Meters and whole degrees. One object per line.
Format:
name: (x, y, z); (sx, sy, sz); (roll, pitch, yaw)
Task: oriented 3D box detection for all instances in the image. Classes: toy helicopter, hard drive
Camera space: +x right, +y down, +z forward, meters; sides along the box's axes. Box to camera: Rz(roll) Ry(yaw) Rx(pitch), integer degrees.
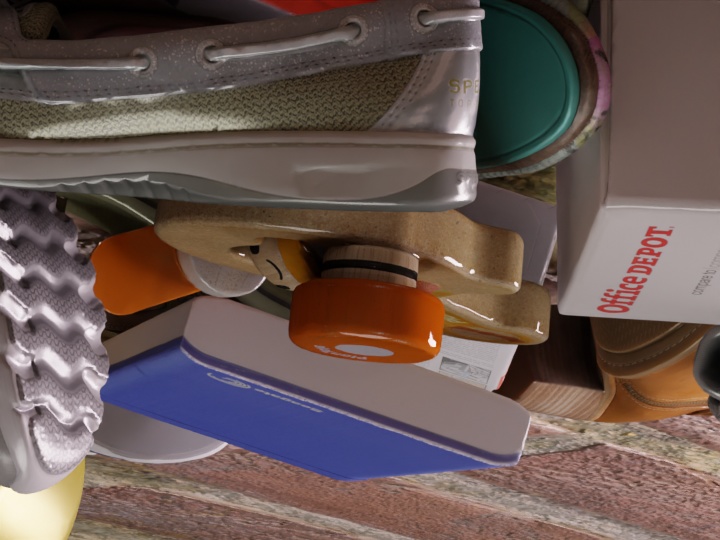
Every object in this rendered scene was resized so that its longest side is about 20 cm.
toy helicopter: (0.000, 0.000, 0.776); (0.132, 0.079, 0.200); (-1, 168, 29)
hard drive: (-0.029, 0.051, 0.911); (0.131, 0.026, 0.200); (20, 168, -14)

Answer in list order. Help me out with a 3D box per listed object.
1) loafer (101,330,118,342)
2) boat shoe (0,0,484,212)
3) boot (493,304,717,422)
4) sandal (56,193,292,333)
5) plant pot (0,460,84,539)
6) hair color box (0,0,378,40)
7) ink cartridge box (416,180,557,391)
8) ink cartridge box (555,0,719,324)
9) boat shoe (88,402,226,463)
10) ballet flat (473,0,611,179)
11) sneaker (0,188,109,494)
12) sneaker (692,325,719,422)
loafer: (-0.104, 0.021, 1.093); (0.199, 0.069, 0.076); (15, 169, 45)
boat shoe: (-0.065, -0.053, 0.645); (0.201, 0.065, 0.074); (5, -178, 11)
boot: (0.165, 0.028, 1.055); (0.154, 0.077, 0.200); (3, 155, -24)
sandal: (-0.079, 0.010, 0.972); (0.200, 0.058, 0.080); (35, 168, -8)
plant pot: (-0.264, 0.075, 1.116); (0.200, 0.202, 0.189); (-5, 144, 28)
hair color box: (-0.069, -0.098, 0.690); (0.199, 0.062, 0.101); (17, 159, -40)
ink cartridge box: (0.020, 0.007, 1.014); (0.108, 0.051, 0.200); (18, 165, 3)
ink cartridge box: (0.173, -0.033, 0.814); (0.199, 0.085, 0.146); (3, 164, 0)
boat shoe: (-0.161, 0.064, 1.276); (0.199, 0.074, 0.065); (13, 168, 6)
ballet flat: (0.025, -0.062, 0.806); (0.071, 0.070, 0.199); (-6, 179, -43)
sneaker: (-0.143, -0.014, 0.733); (0.082, 0.201, 0.075); (-30, 159, 13)
sneaker: (0.183, 0.039, 0.959); (0.091, 0.076, 0.200); (11, -179, 6)
